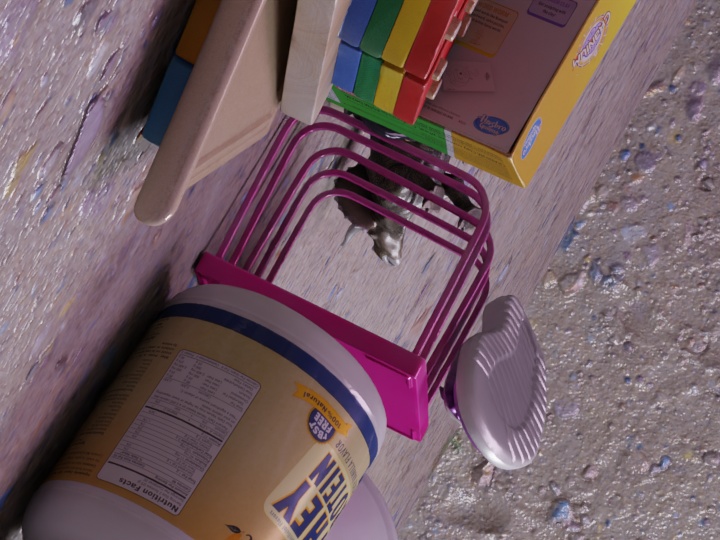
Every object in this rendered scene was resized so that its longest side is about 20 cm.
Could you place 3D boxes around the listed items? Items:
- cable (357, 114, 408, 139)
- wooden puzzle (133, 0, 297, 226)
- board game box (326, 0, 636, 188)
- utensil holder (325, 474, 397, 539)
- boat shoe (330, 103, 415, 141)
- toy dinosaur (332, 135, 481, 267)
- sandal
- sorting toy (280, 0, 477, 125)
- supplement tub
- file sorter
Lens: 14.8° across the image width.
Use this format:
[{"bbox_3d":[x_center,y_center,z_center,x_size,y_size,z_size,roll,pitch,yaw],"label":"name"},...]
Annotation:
[{"bbox_3d":[0.044,-0.165,1.563,0.200,0.051,0.164,-46,151,-48],"label":"cable"},{"bbox_3d":[-0.046,-0.128,1.302,0.185,0.037,0.200,-65,176,22],"label":"wooden puzzle"},{"bbox_3d":[0.067,-0.160,1.438,0.200,0.153,0.040,-59,154,-12],"label":"board game box"},{"bbox_3d":[-0.073,0.182,1.703,0.170,0.170,0.200,-61,170,2],"label":"utensil holder"},{"bbox_3d":[0.050,-0.144,1.719,0.201,0.063,0.074,-53,166,-49],"label":"boat shoe"},{"bbox_3d":[0.041,-0.088,1.774,0.077,0.102,0.201,3,112,-49],"label":"toy dinosaur"},{"bbox_3d":[0.075,0.073,1.656,0.050,0.083,0.203,-23,-173,16],"label":"sandal"},{"bbox_3d":[0.039,-0.174,1.325,0.199,0.069,0.201,108,8,-76],"label":"sorting toy"},{"bbox_3d":[-0.090,0.123,1.478,0.200,0.144,0.145,-57,171,-26],"label":"supplement tub"},{"bbox_3d":[0.000,0.000,1.641,0.126,0.139,0.200,-62,172,-11],"label":"file sorter"}]
